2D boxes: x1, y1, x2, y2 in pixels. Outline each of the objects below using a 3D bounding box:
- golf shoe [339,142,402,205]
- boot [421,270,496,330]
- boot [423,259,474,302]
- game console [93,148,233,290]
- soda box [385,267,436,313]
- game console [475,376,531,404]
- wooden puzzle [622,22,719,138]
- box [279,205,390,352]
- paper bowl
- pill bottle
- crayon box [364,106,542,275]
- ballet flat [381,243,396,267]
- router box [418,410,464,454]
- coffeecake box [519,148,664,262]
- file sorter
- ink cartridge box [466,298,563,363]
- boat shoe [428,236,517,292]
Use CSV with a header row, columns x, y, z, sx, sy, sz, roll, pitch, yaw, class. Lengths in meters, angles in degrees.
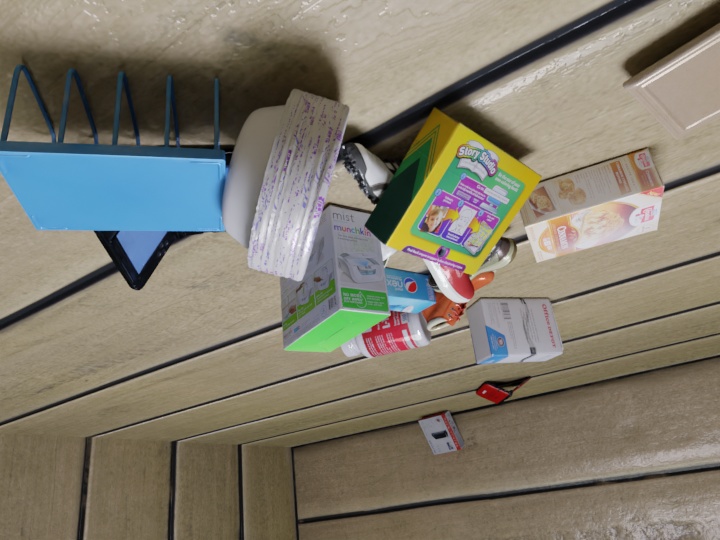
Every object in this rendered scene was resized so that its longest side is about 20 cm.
x,y,z,sx,sy,sz,roll,pitch,yaw,class
0.045,-0.128,0.734,0.094,0.078,0.200,-37,147,10,golf shoe
0.207,0.058,1.126,0.075,0.108,0.200,16,145,-38,boot
0.186,-0.032,0.906,0.144,0.073,0.200,-21,127,23,boot
-0.242,-0.062,0.731,0.116,0.176,0.200,22,153,3,game console
0.054,0.038,1.089,0.199,0.064,0.068,10,150,-32,soda box
0.607,0.492,2.295,0.172,0.119,0.200,23,157,9,game console
0.430,-0.241,0.627,0.200,0.037,0.185,10,150,-43,wooden puzzle
-0.054,0.021,0.883,0.096,0.177,0.200,9,151,-30,box
-0.086,-0.096,0.592,0.104,0.201,0.201,16,152,-7,paper bowl
0.055,0.139,1.251,0.199,0.113,0.112,-16,154,18,pill bottle
0.129,-0.096,0.725,0.200,0.058,0.173,16,112,-43,crayon box
0.000,0.000,0.961,0.069,0.070,0.200,9,142,-32,ballet flat
0.423,0.850,2.807,0.179,0.200,0.049,-28,176,37,router box
0.368,-0.097,0.870,0.199,0.073,0.153,-17,153,19,coffeecake box
-0.247,-0.127,0.570,0.199,0.123,0.139,-1,155,-15,file sorter
0.379,0.149,1.324,0.199,0.145,0.084,1,156,-17,ink cartridge box
0.196,-0.019,1.009,0.065,0.073,0.200,28,139,-29,boat shoe
